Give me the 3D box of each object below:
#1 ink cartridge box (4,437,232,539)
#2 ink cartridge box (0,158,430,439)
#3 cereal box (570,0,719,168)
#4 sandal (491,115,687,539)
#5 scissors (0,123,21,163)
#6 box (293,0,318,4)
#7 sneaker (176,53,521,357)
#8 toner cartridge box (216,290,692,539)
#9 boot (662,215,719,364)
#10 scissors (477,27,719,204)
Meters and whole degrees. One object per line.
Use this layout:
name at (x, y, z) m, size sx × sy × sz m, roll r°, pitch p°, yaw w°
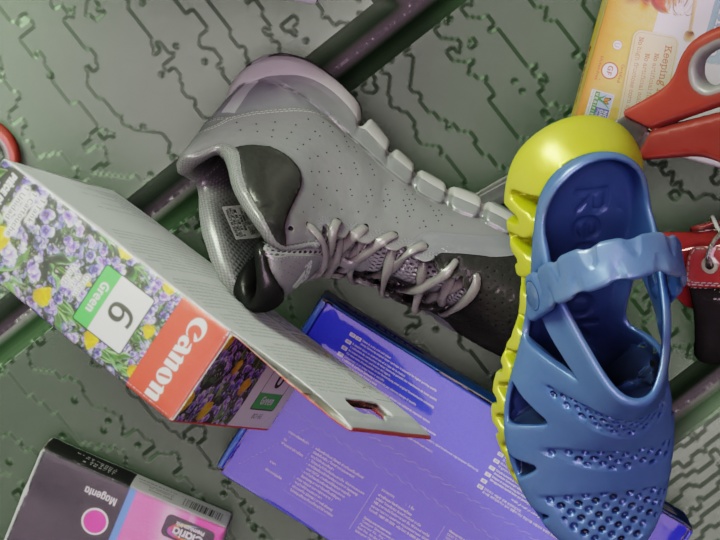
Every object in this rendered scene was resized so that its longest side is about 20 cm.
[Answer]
ink cartridge box at (-0.141, 0.188, 1.266) m, size 0.095 × 0.037 × 0.200 m, roll 23°, pitch 99°, yaw 0°
ink cartridge box at (-0.073, 0.030, 1.176) m, size 0.200 × 0.109 × 0.050 m, roll 37°, pitch 98°, yaw 19°
cereal box at (0.208, -0.108, 1.216) m, size 0.200 × 0.040 × 0.144 m, roll 15°, pitch 98°, yaw 1°
sandal at (0.102, 0.040, 1.154) m, size 0.079 × 0.087 × 0.200 m, roll -14°, pitch 117°, yaw -12°
scissors at (-0.212, 0.022, 1.259) m, size 0.073 × 0.014 × 0.200 m, roll 14°, pitch 95°, yaw -1°
box at (-0.091, -0.226, 1.141) m, size 0.176 × 0.097 × 0.200 m, roll 3°, pitch 102°, yaw -37°
sneaker at (0.000, 0.000, 1.193) m, size 0.200 × 0.116 × 0.075 m, roll 37°, pitch 135°, yaw 5°
toner cartridge box at (0.043, 0.102, 1.244) m, size 0.200 × 0.043 × 0.095 m, roll 32°, pitch 95°, yaw -2°
boot at (0.208, -0.025, 1.174) m, size 0.144 × 0.072 × 0.200 m, roll 13°, pitch 132°, yaw 4°
scissors at (0.118, -0.065, 1.184) m, size 0.200 × 0.014 × 0.073 m, roll -5°, pitch 99°, yaw 36°
